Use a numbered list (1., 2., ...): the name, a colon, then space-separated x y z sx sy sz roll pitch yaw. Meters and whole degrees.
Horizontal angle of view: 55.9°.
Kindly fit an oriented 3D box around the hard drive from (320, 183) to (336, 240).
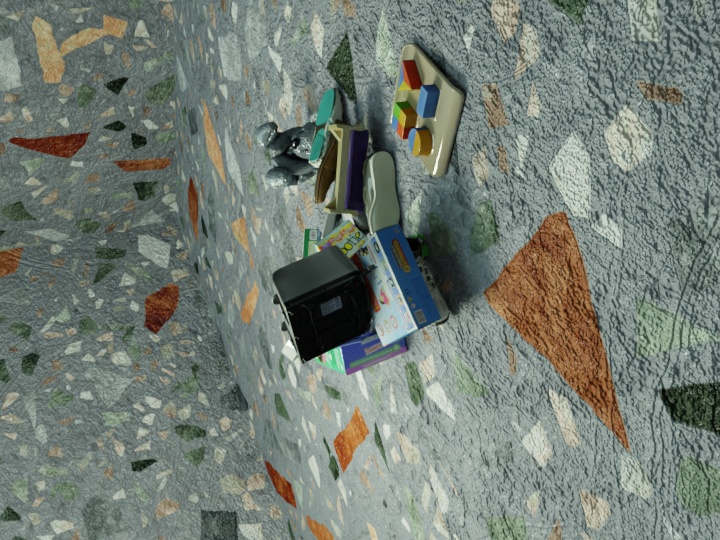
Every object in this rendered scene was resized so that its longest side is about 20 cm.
1. hard drive: -0.078 -0.106 1.715 0.132 0.026 0.201 103 177 -48

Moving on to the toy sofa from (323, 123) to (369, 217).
1. toy sofa: -0.024 -0.222 1.503 0.083 0.097 0.202 -149 63 -74

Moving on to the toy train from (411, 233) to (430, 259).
1. toy train: 0.090 -0.039 1.483 0.057 0.042 0.200 67 157 -4

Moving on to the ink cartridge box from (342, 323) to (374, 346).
1. ink cartridge box: -0.024 0.132 1.600 0.200 0.119 0.042 -45 -61 -67

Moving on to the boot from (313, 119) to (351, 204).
1. boot: -0.054 -0.242 1.564 0.074 0.075 0.201 -171 102 -89

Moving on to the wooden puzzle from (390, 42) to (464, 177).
1. wooden puzzle: 0.110 -0.302 1.286 0.200 0.046 0.186 57 149 39

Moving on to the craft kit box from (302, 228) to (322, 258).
1. craft kit box: -0.120 0.000 1.807 0.198 0.048 0.202 33 -120 -81

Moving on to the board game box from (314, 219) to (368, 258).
1. board game box: 0.000 0.000 1.540 0.200 0.103 0.105 46 164 30

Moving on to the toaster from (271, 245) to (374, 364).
1. toaster: -0.073 0.065 1.381 0.119 0.199 0.182 51 160 43

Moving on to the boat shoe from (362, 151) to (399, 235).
1. boat shoe: 0.041 -0.158 1.493 0.060 0.072 0.203 -160 66 -65

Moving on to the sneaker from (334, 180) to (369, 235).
1. sneaker: -0.028 -0.161 1.639 0.201 0.075 0.115 65 152 20

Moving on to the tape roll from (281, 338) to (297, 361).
1. tape roll: -0.104 0.123 1.576 0.037 0.203 0.203 40 150 4

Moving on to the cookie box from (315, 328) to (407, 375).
1. cookie box: -0.008 0.179 1.653 0.200 0.170 0.076 4 110 66

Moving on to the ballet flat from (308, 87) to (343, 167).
1. ballet flat: -0.077 -0.338 1.648 0.072 0.071 0.202 -5 69 67

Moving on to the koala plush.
1. koala plush: -0.138 -0.322 1.748 0.199 0.183 0.179 -23 80 45

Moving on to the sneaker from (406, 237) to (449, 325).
1. sneaker: 0.110 0.015 1.362 0.201 0.075 0.116 51 160 19

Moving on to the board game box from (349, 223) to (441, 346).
1. board game box: 0.060 0.035 1.345 0.201 0.056 0.196 67 158 8
